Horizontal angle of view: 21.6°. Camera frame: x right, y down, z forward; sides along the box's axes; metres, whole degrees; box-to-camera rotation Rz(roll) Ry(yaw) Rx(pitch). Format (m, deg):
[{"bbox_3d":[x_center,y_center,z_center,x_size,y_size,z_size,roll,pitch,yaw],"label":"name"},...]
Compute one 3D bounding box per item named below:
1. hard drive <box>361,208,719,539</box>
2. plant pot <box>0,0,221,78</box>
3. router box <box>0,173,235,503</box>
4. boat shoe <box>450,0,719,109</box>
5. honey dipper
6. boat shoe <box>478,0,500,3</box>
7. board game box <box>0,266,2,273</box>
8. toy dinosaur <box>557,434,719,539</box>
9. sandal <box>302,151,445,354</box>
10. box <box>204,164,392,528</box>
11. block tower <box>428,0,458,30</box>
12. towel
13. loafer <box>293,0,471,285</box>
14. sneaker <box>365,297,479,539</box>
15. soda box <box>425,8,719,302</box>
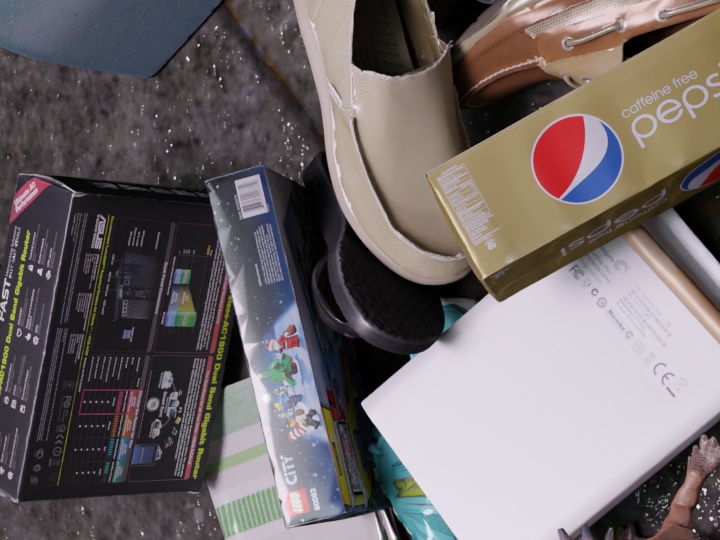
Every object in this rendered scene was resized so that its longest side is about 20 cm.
[{"bbox_3d":[0.114,0.059,1.012,0.200,0.025,0.132,-41,67,9],"label":"hard drive"},{"bbox_3d":[-0.192,-0.252,1.171,0.196,0.200,0.196,-41,69,35],"label":"plant pot"},{"bbox_3d":[-0.156,0.042,1.193,0.062,0.150,0.200,20,101,44],"label":"router box"},{"bbox_3d":[0.130,-0.127,0.998,0.200,0.076,0.074,-29,80,39],"label":"boat shoe"},{"bbox_3d":[0.157,0.000,0.977,0.200,0.038,0.038,52,124,19],"label":"honey dipper"},{"bbox_3d":[0.119,-0.206,0.965,0.201,0.072,0.066,-41,33,27],"label":"boat shoe"},{"bbox_3d":[-0.238,0.052,1.277,0.199,0.200,0.062,10,103,24],"label":"board game box"},{"bbox_3d":[0.133,0.171,0.976,0.086,0.135,0.200,54,145,14],"label":"toy dinosaur"},{"bbox_3d":[0.001,0.000,1.075,0.048,0.075,0.201,-54,22,20],"label":"sandal"},{"bbox_3d":[-0.033,0.047,1.101,0.038,0.137,0.200,-15,81,10],"label":"box"},{"bbox_3d":[0.064,-0.219,1.043,0.058,0.054,0.200,46,125,15],"label":"block tower"},{"bbox_3d":[-0.038,0.160,1.205,0.152,0.023,0.200,-25,79,40],"label":"towel"},{"bbox_3d":[0.018,-0.089,1.023,0.068,0.076,0.200,-25,86,64],"label":"loafer"},{"bbox_3d":[0.042,0.115,1.088,0.079,0.078,0.200,6,90,10],"label":"sneaker"},{"bbox_3d":[0.136,-0.063,0.941,0.200,0.068,0.064,-29,74,4],"label":"soda box"}]
